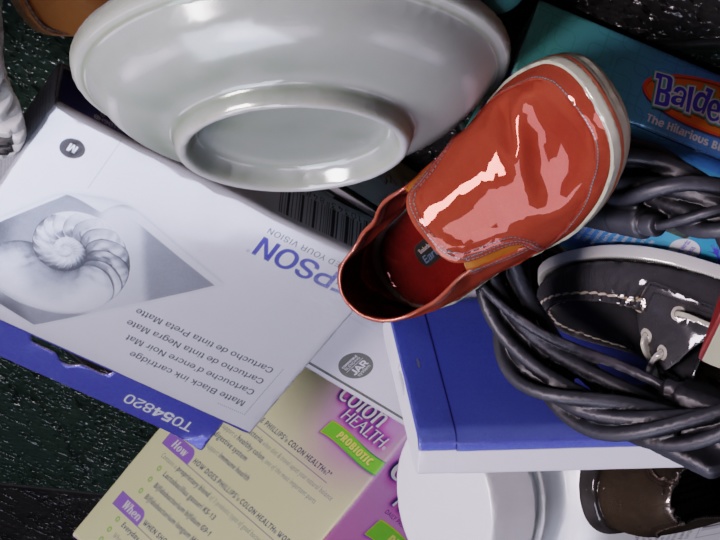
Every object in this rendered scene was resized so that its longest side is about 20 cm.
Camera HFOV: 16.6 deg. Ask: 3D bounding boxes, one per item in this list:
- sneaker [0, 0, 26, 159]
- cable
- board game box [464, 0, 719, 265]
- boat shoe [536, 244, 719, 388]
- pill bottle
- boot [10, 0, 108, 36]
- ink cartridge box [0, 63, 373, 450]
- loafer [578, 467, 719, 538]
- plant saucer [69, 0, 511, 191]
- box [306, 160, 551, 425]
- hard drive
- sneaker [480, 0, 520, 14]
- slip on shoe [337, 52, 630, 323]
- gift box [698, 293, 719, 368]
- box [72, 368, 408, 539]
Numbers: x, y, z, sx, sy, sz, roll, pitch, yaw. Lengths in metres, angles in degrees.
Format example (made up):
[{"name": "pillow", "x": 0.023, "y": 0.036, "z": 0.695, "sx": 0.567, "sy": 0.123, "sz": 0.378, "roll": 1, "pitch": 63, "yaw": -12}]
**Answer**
[{"name": "sneaker", "x": -0.192, "y": -0.106, "z": 1.151, "sx": 0.075, "sy": 0.081, "sz": 0.200, "roll": 3, "pitch": 164, "yaw": -7}, {"name": "cable", "x": 0.134, "y": 0.015, "z": 1.152, "sx": 0.200, "sy": 0.051, "sz": 0.164, "roll": 29, "pitch": 137, "yaw": 22}, {"name": "board game box", "x": 0.152, "y": -0.044, "z": 1.198, "sx": 0.199, "sy": 0.045, "sz": 0.152, "roll": 22, "pitch": 157, "yaw": -4}, {"name": "boat shoe", "x": 0.175, "y": 0.035, "z": 1.217, "sx": 0.199, "sy": 0.060, "sz": 0.074, "roll": 10, "pitch": 156, "yaw": 23}, {"name": "pill bottle", "x": 0.126, "y": 0.112, "z": 1.356, "sx": 0.199, "sy": 0.115, "sz": 0.114, "roll": -7, "pitch": 172, "yaw": -33}, {"name": "boot", "x": -0.069, "y": -0.133, "z": 1.167, "sx": 0.154, "sy": 0.074, "sz": 0.200, "roll": 1, "pitch": 156, "yaw": 32}, {"name": "ink cartridge box", "x": -0.118, "y": 0.010, "z": 1.285, "sx": 0.199, "sy": 0.041, "sz": 0.200, "roll": 25, "pitch": 128, "yaw": -19}, {"name": "loafer", "x": 0.210, "y": 0.100, "z": 1.297, "sx": 0.071, "sy": 0.200, "sz": 0.073, "roll": 17, "pitch": 123, "yaw": 55}, {"name": "plant saucer", "x": -0.031, "y": -0.076, "z": 1.107, "sx": 0.199, "sy": 0.050, "sz": 0.200, "roll": -1, "pitch": 160, "yaw": -1}, {"name": "box", "x": 0.000, "y": 0.000, "z": 1.339, "sx": 0.200, "sy": 0.060, "sz": 0.117, "roll": 33, "pitch": 125, "yaw": -24}, {"name": "hard drive", "x": 0.119, "y": 0.056, "z": 1.262, "sx": 0.199, "sy": 0.132, "sz": 0.025, "roll": -1, "pitch": 122, "yaw": -7}, {"name": "sneaker", "x": -0.024, "y": -0.140, "z": 1.091, "sx": 0.199, "sy": 0.080, "sz": 0.071, "roll": 17, "pitch": 154, "yaw": 7}, {"name": "slip on shoe", "x": 0.055, "y": -0.031, "z": 1.130, "sx": 0.074, "sy": 0.061, "sz": 0.200, "roll": 55, "pitch": 138, "yaw": 5}, {"name": "gift box", "x": 0.258, "y": -0.026, "z": 0.984, "sx": 0.186, "sy": 0.185, "sz": 0.200, "roll": 21, "pitch": 160, "yaw": 5}, {"name": "box", "x": -0.044, "y": 0.145, "z": 1.494, "sx": 0.176, "sy": 0.200, "sz": 0.097, "roll": 34, "pitch": 173, "yaw": 48}]
